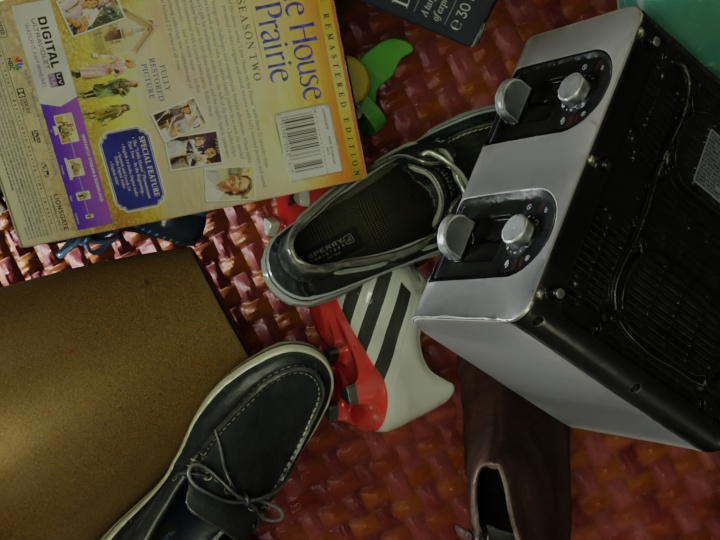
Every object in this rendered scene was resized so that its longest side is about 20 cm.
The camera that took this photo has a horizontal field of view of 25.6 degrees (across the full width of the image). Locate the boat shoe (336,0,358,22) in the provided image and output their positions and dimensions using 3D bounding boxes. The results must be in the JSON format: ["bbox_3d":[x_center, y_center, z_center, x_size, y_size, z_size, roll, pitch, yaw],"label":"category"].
[{"bbox_3d":[-0.066,-0.145,0.967,0.200,0.070,0.070,-48,50,9],"label":"boat shoe"}]

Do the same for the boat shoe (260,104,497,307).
[{"bbox_3d":[0.037,-0.038,0.917,0.200,0.071,0.072,-33,90,-19],"label":"boat shoe"}]

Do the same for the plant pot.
[{"bbox_3d":[-0.167,0.075,0.964,0.200,0.186,0.187,-28,92,-2],"label":"plant pot"}]

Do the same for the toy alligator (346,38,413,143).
[{"bbox_3d":[-0.053,-0.079,0.924,0.199,0.059,0.054,-23,93,-14],"label":"toy alligator"}]

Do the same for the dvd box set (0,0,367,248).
[{"bbox_3d":[-0.105,-0.099,0.855,0.199,0.029,0.147,-12,120,1],"label":"dvd box set"}]

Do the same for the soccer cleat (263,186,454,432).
[{"bbox_3d":[0.000,0.000,0.974,0.085,0.069,0.201,-9,75,-29],"label":"soccer cleat"}]

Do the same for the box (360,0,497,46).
[{"bbox_3d":[0.007,-0.238,0.847,0.199,0.107,0.149,22,137,-4],"label":"box"}]

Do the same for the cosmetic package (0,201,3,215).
[{"bbox_3d":[-0.290,-0.053,0.947,0.073,0.200,0.104,24,106,-38],"label":"cosmetic package"}]

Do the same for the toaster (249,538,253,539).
[{"bbox_3d":[-0.068,0.268,0.982,0.114,0.129,0.200,-39,90,13],"label":"toaster"}]

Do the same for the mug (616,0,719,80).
[{"bbox_3d":[0.199,-0.181,0.882,0.114,0.185,0.152,-8,120,13],"label":"mug"}]

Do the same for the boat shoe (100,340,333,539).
[{"bbox_3d":[-0.081,0.128,0.912,0.200,0.062,0.075,-50,121,-3],"label":"boat shoe"}]

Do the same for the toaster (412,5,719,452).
[{"bbox_3d":[0.145,-0.015,0.848,0.200,0.119,0.181,32,73,-32],"label":"toaster"}]

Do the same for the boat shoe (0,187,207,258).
[{"bbox_3d":[-0.181,-0.045,0.986,0.200,0.084,0.069,22,91,30],"label":"boat shoe"}]

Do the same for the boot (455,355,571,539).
[{"bbox_3d":[0.088,0.089,0.913,0.072,0.166,0.201,-8,96,11],"label":"boot"}]
